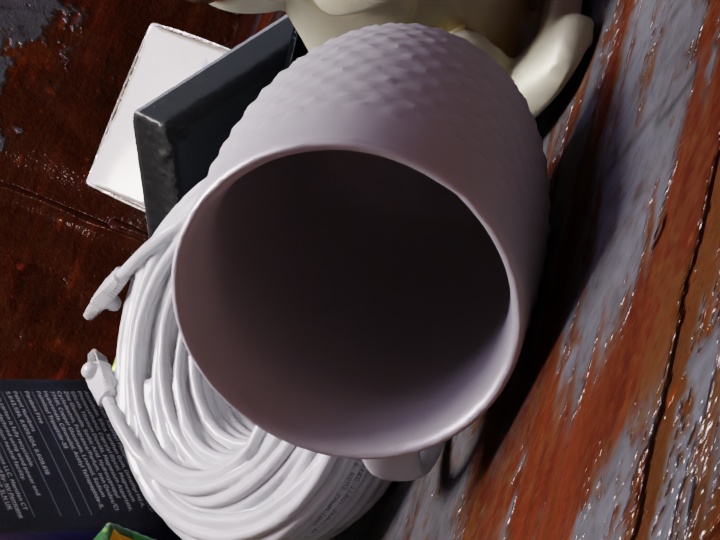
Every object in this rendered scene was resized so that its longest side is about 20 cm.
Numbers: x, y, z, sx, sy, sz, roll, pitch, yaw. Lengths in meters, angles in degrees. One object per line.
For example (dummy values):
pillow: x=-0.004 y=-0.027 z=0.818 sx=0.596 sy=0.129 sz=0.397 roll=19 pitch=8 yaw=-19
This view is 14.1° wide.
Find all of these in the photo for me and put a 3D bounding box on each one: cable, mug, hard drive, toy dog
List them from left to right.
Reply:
cable: x=-0.046 y=0.044 z=1.439 sx=0.200 sy=0.069 sz=0.200 roll=-48 pitch=49 yaw=33
hard drive: x=-0.038 y=-0.070 z=1.605 sx=0.200 sy=0.033 sz=0.140 roll=-36 pitch=-44 yaw=-35
toy dog: x=-0.002 y=-0.151 z=1.410 sx=0.194 sy=0.200 sz=0.140 roll=-45 pitch=19 yaw=47
mug: x=0.013 y=-0.004 z=1.256 sx=0.176 sy=0.147 sz=0.201 roll=-69 pitch=-26 yaw=-60

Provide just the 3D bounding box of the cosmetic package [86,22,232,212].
cosmetic package: x=-0.056 y=-0.060 z=1.680 sx=0.200 sy=0.071 sz=0.106 roll=26 pitch=-93 yaw=-53

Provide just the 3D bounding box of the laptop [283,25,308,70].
laptop: x=0.002 y=-0.196 z=1.564 sx=0.177 sy=0.103 sz=0.201 roll=-25 pitch=-37 yaw=-39

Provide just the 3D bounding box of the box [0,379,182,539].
box: x=-0.164 y=0.141 z=1.528 sx=0.148 sy=0.199 sz=0.104 roll=-56 pitch=49 yaw=34

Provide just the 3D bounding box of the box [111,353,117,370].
box: x=-0.077 y=-0.014 z=1.790 sx=0.122 sy=0.048 sz=0.201 roll=29 pitch=-100 yaw=-64

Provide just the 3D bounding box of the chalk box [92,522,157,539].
chalk box: x=-0.117 y=0.230 z=1.417 sx=0.200 sy=0.124 sz=0.125 roll=-48 pitch=23 yaw=53
